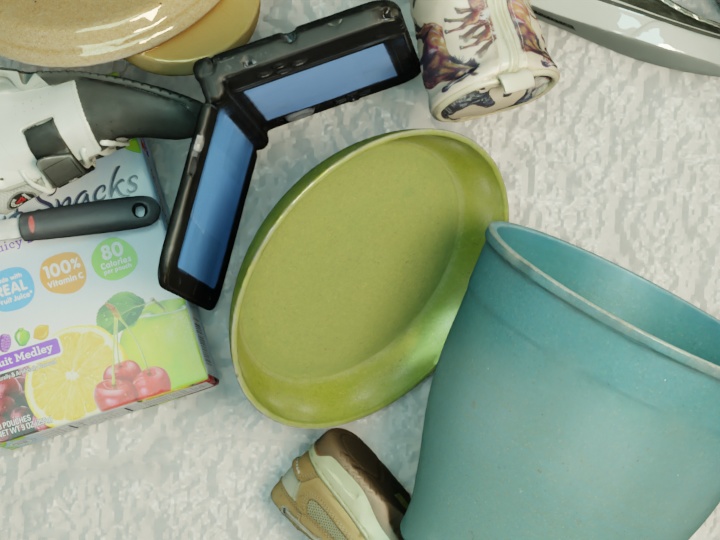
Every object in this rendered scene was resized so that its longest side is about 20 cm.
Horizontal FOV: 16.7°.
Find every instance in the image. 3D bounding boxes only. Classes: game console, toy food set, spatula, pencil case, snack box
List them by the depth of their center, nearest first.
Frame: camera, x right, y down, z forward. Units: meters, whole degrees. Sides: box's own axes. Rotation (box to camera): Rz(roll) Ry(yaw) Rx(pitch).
[{"bbox_3d":[-0.038,-0.064,1.432,0.176,0.200,0.116,-19,84,3],"label":"game console"},{"bbox_3d":[0.061,-0.183,1.434,0.078,0.089,0.200,-8,74,-11],"label":"pencil case"},{"bbox_3d":[-0.219,-0.022,1.481,0.200,0.021,0.057,-8,79,5],"label":"spatula"},{"bbox_3d":[-0.157,-0.194,1.494,0.200,0.049,0.198,-7,52,6],"label":"toy food set"},{"bbox_3d":[-0.184,-0.005,1.513,0.142,0.053,0.200,-17,83,2],"label":"snack box"}]

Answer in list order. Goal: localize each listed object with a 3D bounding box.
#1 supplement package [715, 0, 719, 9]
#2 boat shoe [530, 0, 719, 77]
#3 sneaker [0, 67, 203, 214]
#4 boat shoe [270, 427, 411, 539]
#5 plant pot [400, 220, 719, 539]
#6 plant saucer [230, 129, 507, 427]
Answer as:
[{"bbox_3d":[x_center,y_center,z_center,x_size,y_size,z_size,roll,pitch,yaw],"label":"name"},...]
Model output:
[{"bbox_3d":[0.286,-0.192,1.393,0.151,0.200,0.152,-33,104,0],"label":"supplement package"},{"bbox_3d":[0.145,-0.175,1.491,0.200,0.071,0.064,22,88,8],"label":"boat shoe"},{"bbox_3d":[-0.185,-0.075,1.462,0.200,0.074,0.089,3,85,15],"label":"sneaker"},{"bbox_3d":[0.023,0.192,1.477,0.076,0.072,0.200,-43,75,15],"label":"boat shoe"},{"bbox_3d":[0.121,0.100,1.416,0.200,0.200,0.188,28,101,7],"label":"plant pot"},{"bbox_3d":[0.000,0.000,1.436,0.200,0.200,0.031,-49,50,-1],"label":"plant saucer"}]
